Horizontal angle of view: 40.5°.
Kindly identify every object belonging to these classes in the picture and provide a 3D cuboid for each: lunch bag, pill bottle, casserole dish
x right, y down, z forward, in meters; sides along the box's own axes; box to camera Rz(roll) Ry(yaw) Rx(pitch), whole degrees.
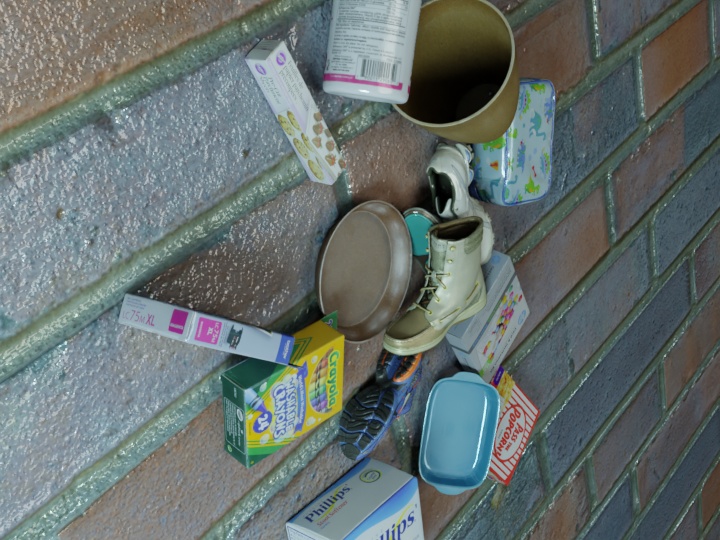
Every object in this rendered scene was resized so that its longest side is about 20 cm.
[{"bbox_3d":[0.247,-0.207,1.568,0.160,0.082,0.202,-16,112,-46],"label":"lunch bag"},{"bbox_3d":[0.019,-0.319,1.234,0.113,0.113,0.202,1,100,-50],"label":"pill bottle"},{"bbox_3d":[0.156,0.260,1.582,0.120,0.039,0.202,8,96,-8],"label":"casserole dish"}]

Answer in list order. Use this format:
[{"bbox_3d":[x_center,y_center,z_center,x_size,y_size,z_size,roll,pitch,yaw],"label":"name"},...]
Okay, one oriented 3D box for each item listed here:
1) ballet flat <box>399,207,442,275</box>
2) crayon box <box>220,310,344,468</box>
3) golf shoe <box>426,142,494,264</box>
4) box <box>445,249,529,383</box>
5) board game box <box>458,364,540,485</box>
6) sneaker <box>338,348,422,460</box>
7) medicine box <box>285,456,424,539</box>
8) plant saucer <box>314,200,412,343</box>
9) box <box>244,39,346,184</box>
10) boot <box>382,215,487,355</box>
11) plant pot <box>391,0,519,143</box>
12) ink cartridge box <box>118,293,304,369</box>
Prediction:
[{"bbox_3d":[0.108,-0.039,1.475,0.201,0.067,0.064,59,29,-41],"label":"ballet flat"},{"bbox_3d":[-0.085,0.150,1.258,0.199,0.051,0.127,-28,133,-38],"label":"crayon box"},{"bbox_3d":[0.139,-0.087,1.466,0.097,0.078,0.202,-42,119,-48],"label":"golf shoe"},{"bbox_3d":[0.207,0.081,1.582,0.157,0.041,0.200,-57,151,-16],"label":"box"},{"bbox_3d":[0.234,0.268,1.712,0.200,0.046,0.152,45,66,-46],"label":"board game box"},{"bbox_3d":[0.040,0.199,1.439,0.201,0.075,0.079,-53,139,-24],"label":"sneaker"},{"bbox_3d":[0.000,0.412,1.425,0.182,0.102,0.202,-32,124,-42],"label":"medicine box"},{"bbox_3d":[0.000,0.000,1.364,0.199,0.034,0.202,-17,113,-48],"label":"plant saucer"},{"bbox_3d":[-0.077,-0.193,1.211,0.039,0.041,0.201,-53,136,-26],"label":"box"},{"bbox_3d":[0.106,0.020,1.401,0.199,0.072,0.156,-30,133,-31],"label":"boot"},{"bbox_3d":[0.152,-0.258,1.382,0.200,0.185,0.188,29,78,-63],"label":"plant pot"},{"bbox_3d":[-0.162,0.071,1.117,0.199,0.119,0.042,24,80,-51],"label":"ink cartridge box"}]
